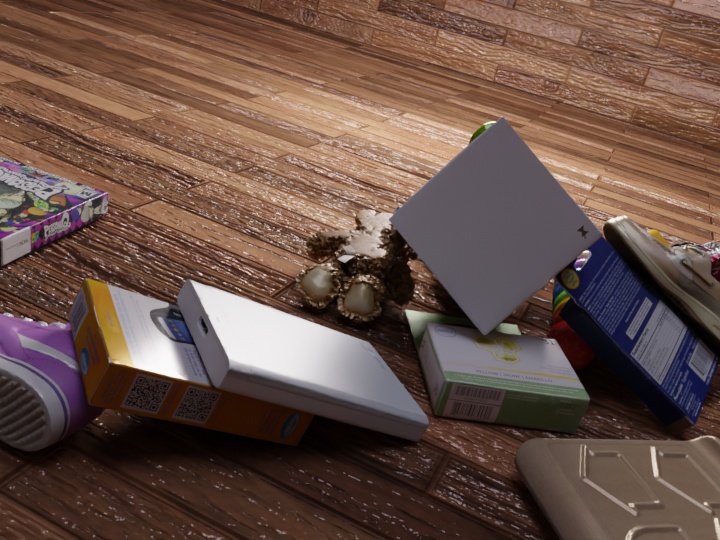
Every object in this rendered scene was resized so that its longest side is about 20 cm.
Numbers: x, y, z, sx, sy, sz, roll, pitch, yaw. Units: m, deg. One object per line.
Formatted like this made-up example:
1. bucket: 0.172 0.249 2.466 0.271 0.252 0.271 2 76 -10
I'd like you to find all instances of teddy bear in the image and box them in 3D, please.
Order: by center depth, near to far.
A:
1. teddy bear: 0.000 0.000 0.869 0.143 0.068 0.201 4 30 2

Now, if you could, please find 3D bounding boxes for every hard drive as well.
1. hard drive: -0.047 0.076 0.622 0.199 0.026 0.132 23 15 -35

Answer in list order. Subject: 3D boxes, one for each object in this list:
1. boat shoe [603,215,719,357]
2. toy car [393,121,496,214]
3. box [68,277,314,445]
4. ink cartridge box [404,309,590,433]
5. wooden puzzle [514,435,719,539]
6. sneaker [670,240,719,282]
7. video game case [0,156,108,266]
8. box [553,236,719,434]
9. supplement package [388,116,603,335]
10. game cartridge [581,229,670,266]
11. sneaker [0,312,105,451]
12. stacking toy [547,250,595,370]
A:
1. boat shoe: 0.354 0.007 0.822 0.200 0.065 0.072 47 -1 11
2. toy car: 0.149 -0.081 1.028 0.198 0.158 0.165 -24 65 -23
3. box: -0.123 0.077 0.591 0.199 0.042 0.119 24 14 -36
4. ink cartridge box: 0.130 0.082 0.767 0.143 0.048 0.201 9 27 -10
5. wooden puzzle: 0.239 0.201 0.572 0.197 0.047 0.186 1 26 -17
6. sneaker: 0.519 -0.014 1.147 0.198 0.082 0.075 -3 26 -32
7. video game case: -0.417 -0.078 0.828 0.198 0.036 0.181 19 26 11
8. box: 0.284 0.057 0.782 0.200 0.032 0.121 47 47 3
9. supplement package: 0.137 -0.052 0.806 0.151 0.151 0.200 49 8 -1
10. game cartridge: 0.363 0.041 0.898 0.199 0.032 0.177 -16 68 -49
11. sneaker: -0.275 0.060 0.575 0.199 0.073 0.114 30 22 12
12. stacking toy: 0.256 0.049 0.871 0.084 0.086 0.200 20 28 14
